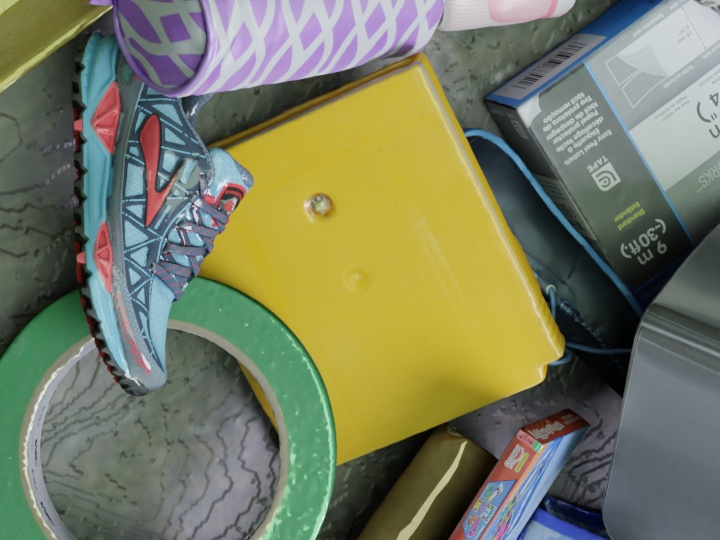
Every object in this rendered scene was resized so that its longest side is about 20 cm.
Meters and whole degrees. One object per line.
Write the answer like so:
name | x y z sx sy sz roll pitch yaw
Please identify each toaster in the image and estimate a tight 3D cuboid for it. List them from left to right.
toaster | 0.233 0.068 1.422 0.181 0.118 0.201 -43 148 -46

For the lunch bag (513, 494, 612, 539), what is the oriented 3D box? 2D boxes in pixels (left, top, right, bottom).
lunch bag | 0.165 0.243 1.492 0.199 0.124 0.171 18 94 8

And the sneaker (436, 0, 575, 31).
sneaker | 0.055 -0.229 1.412 0.104 0.075 0.201 -17 107 -20

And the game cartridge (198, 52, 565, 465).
game cartridge | 0.000 0.000 1.418 0.176 0.032 0.200 -22 108 15

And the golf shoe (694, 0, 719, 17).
golf shoe | 0.209 -0.170 1.411 0.199 0.075 0.092 -1 106 -6

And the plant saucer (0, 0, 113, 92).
plant saucer | -0.243 -0.184 1.339 0.200 0.048 0.200 -38 107 -10

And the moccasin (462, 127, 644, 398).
moccasin | 0.101 0.010 1.470 0.068 0.080 0.200 -42 95 -17

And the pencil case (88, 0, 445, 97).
pencil case | -0.041 -0.145 1.338 0.200 0.085 0.084 -15 141 -47

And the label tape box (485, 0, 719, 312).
label tape box | 0.188 -0.058 1.487 0.144 0.063 0.200 -36 107 -10

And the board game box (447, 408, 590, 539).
board game box | 0.060 0.170 1.440 0.019 0.103 0.200 35 104 13

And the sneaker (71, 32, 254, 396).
sneaker | -0.104 -0.034 1.335 0.095 0.079 0.201 -3 78 1

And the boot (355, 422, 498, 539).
boot | 0.000 0.173 1.424 0.066 0.175 0.200 37 88 15

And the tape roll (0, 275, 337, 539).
tape roll | -0.112 0.101 1.389 0.200 0.048 0.201 0 90 1
